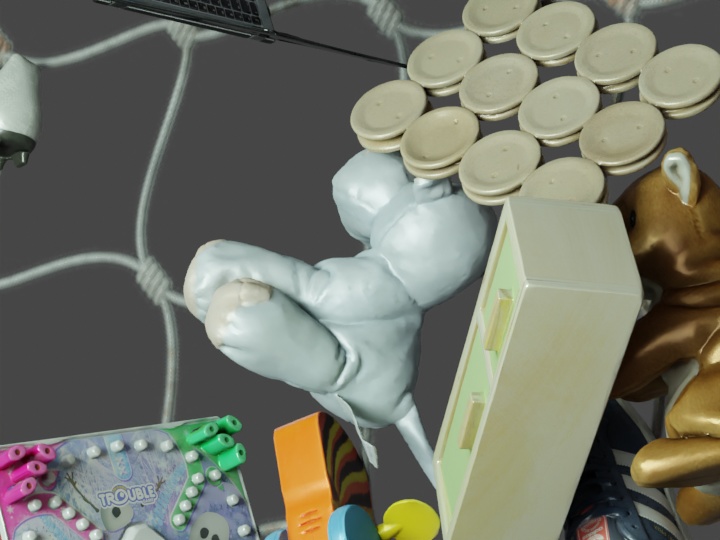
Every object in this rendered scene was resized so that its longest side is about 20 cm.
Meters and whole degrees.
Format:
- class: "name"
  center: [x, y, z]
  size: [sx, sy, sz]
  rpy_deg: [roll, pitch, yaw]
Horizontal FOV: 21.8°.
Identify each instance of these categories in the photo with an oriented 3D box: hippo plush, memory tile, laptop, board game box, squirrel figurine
- class: "hippo plush"
  center: [0.000, 0.000, 1.137]
  size: [0.161, 0.159, 0.200]
  rpy_deg: [-54, 45, 7]
- class: "memory tile"
  center: [0.100, -0.099, 1.097]
  size: [0.153, 0.017, 0.200]
  rpy_deg: [-44, 45, -17]
- class: "laptop"
  center: [-0.074, -0.202, 1.174]
  size: [0.116, 0.187, 0.200]
  rpy_deg: [-24, 76, 28]
- class: "board game box"
  center: [-0.128, 0.194, 1.185]
  size: [0.026, 0.200, 0.200]
  rpy_deg: [-27, 74, 41]
- class: "squirrel figurine"
  center: [0.220, 0.020, 1.031]
  size: [0.200, 0.142, 0.187]
  rpy_deg: [-22, 66, 22]

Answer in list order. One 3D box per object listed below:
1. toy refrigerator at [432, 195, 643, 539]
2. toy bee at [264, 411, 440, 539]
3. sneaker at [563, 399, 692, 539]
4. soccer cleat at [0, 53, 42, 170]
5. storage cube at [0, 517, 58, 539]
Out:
- class: "toy refrigerator"
  center: [0.089, 0.062, 1.015]
  size: [0.076, 0.070, 0.200]
  rpy_deg: [-96, 15, -49]
- class: "toy bee"
  center: [-0.015, 0.197, 1.185]
  size: [0.131, 0.109, 0.200]
  rpy_deg: [-3, 60, 34]
- class: "sneaker"
  center: [0.142, 0.143, 1.087]
  size: [0.075, 0.085, 0.200]
  rpy_deg: [-38, 69, 25]
- class: "soccer cleat"
  center: [-0.316, -0.114, 1.402]
  size: [0.200, 0.070, 0.086]
  rpy_deg: [-5, 70, 30]
- class: "storage cube"
  center: [-0.216, 0.265, 1.247]
  size: [0.180, 0.200, 0.171]
  rpy_deg: [-22, 76, 23]
